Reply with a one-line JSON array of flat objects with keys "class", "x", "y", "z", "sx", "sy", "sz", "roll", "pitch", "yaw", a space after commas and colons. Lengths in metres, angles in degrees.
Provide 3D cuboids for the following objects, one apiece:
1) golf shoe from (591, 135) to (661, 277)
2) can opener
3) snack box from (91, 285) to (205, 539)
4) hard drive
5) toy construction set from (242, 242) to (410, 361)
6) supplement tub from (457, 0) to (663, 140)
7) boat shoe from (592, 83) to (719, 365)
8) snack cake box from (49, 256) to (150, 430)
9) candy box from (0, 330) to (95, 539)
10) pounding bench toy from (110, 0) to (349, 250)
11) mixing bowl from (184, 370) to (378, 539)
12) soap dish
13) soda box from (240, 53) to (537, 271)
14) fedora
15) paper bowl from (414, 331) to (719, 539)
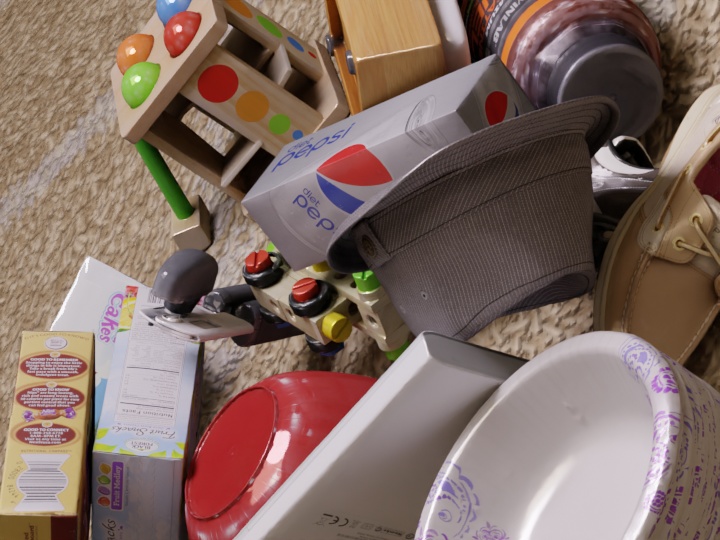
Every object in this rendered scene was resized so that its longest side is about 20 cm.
[{"class": "golf shoe", "x": 0.138, "y": -0.040, "z": 1.464, "sx": 0.200, "sy": 0.078, "sz": 0.095, "roll": 18, "pitch": 73, "yaw": 50}, {"class": "can opener", "x": -0.081, "y": 0.016, "z": 1.657, "sx": 0.053, "sy": 0.200, "sz": 0.067, "roll": 23, "pitch": 106, "yaw": 26}, {"class": "snack box", "x": -0.149, "y": 0.135, "z": 1.664, "sx": 0.200, "sy": 0.067, "sz": 0.170, "roll": -90, "pitch": 5, "yaw": -58}, {"class": "hard drive", "x": 0.033, "y": 0.120, "z": 1.379, "sx": 0.200, "sy": 0.131, "sz": 0.026, "roll": -49, "pitch": 40, "yaw": 32}, {"class": "toy construction set", "x": 0.000, "y": 0.000, "z": 1.616, "sx": 0.131, "sy": 0.092, "sz": 0.200, "roll": -36, "pitch": 19, "yaw": -18}, {"class": "supplement tub", "x": 0.131, "y": -0.148, "z": 1.551, "sx": 0.107, "sy": 0.107, "sz": 0.200, "roll": -52, "pitch": 27, "yaw": 11}, {"class": "boat shoe", "x": 0.195, "y": -0.025, "z": 1.343, "sx": 0.069, "sy": 0.074, "sz": 0.201, "roll": -12, "pitch": 50, "yaw": 63}, {"class": "snack cake box", "x": -0.204, "y": 0.073, "z": 1.845, "sx": 0.115, "sy": 0.067, "sz": 0.200, "roll": -63, "pitch": -3, "yaw": -12}, {"class": "candy box", "x": -0.207, "y": 0.143, "z": 1.581, "sx": 0.200, "sy": 0.056, "sz": 0.117, "roll": -97, "pitch": 9, "yaw": -56}, {"class": "pounding bench toy", "x": -0.138, "y": -0.124, "z": 1.937, "sx": 0.200, "sy": 0.156, "sz": 0.124, "roll": -49, "pitch": 27, "yaw": 18}, {"class": "mixing bowl", "x": -0.044, "y": 0.142, "z": 1.543, "sx": 0.200, "sy": 0.108, "sz": 0.201, "roll": -42, "pitch": 31, "yaw": 32}, {"class": "soap dish", "x": 0.022, "y": -0.156, "z": 1.614, "sx": 0.081, "sy": 0.158, "sz": 0.201, "roll": -12, "pitch": 47, "yaw": -3}, {"class": "soda box", "x": 0.020, "y": -0.066, "z": 1.512, "sx": 0.199, "sy": 0.064, "sz": 0.068, "roll": -20, "pitch": 25, "yaw": 42}, {"class": "fedora", "x": 0.076, "y": -0.015, "z": 1.341, "sx": 0.200, "sy": 0.176, "sz": 0.091, "roll": -36, "pitch": 74, "yaw": 56}, {"class": "paper bowl", "x": 0.126, "y": 0.141, "z": 1.249, "sx": 0.201, "sy": 0.104, "sz": 0.201, "roll": -42, "pitch": 30, "yaw": 31}]
